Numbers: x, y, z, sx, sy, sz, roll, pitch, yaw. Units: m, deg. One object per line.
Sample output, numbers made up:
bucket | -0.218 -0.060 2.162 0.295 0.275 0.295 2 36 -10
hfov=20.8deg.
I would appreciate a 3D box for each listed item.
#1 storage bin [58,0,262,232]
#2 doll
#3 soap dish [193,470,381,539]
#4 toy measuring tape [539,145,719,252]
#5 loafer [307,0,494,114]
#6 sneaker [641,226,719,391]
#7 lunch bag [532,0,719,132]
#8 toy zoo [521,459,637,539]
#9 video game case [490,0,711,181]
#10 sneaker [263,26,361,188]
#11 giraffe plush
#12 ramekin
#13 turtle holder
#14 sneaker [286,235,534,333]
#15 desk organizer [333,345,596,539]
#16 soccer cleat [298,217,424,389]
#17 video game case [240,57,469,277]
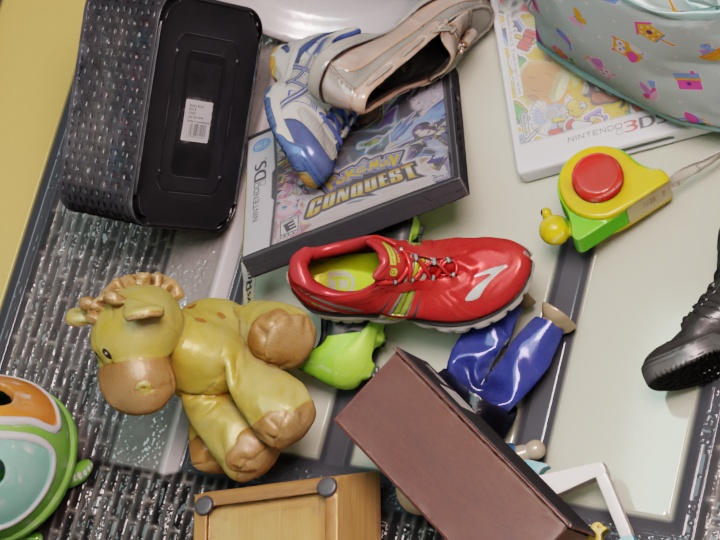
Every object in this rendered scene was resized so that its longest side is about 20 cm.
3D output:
storage bin | -0.172 -0.140 1.709 0.094 0.135 0.200 11 95 36
doll | 0.094 0.110 1.578 0.136 0.048 0.200 33 86 20
soap dish | -0.063 0.260 1.568 0.157 0.081 0.200 -9 65 20
toy measuring tape | 0.226 -0.086 1.593 0.200 0.074 0.074 -32 60 -2
loafer | 0.047 -0.177 1.647 0.200 0.072 0.063 -28 50 -34
sneaker | 0.297 0.011 1.526 0.200 0.060 0.104 -25 63 7
lunch bag | 0.232 -0.209 1.546 0.122 0.170 0.200 -42 59 -14
toy zoo | 0.154 0.235 1.506 0.131 0.020 0.200 -26 68 12
video game case | 0.207 -0.189 1.663 0.182 0.023 0.200 -15 64 17
sneaker | -0.029 -0.150 1.674 0.088 0.075 0.200 -21 36 13
giraffe plush | -0.147 0.067 1.604 0.173 0.162 0.200 -42 49 38
ramekin | -0.036 -0.289 1.713 0.200 0.200 0.098 -1 61 23
turtle holder | -0.340 0.168 1.695 0.185 0.132 0.141 -27 62 11
sneaker | 0.037 0.006 1.560 0.200 0.085 0.077 -5 70 12
desk organizer | 0.078 0.157 1.506 0.077 0.072 0.200 -47 65 6
soccer cleat | 0.000 0.000 1.645 0.081 0.068 0.200 19 78 -1
video game case | -0.007 -0.090 1.671 0.200 0.026 0.181 -21 36 15
